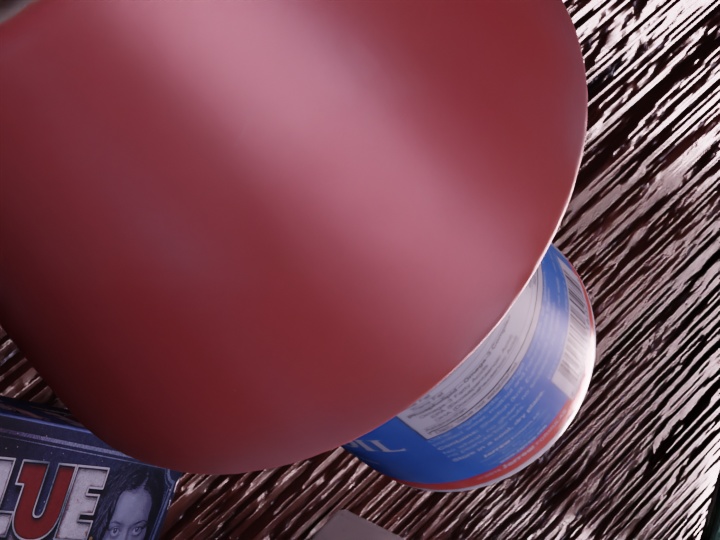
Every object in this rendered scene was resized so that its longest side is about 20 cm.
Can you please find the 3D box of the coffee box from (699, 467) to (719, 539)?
[{"bbox_3d":[0.208,0.081,1.341,0.123,0.044,0.200,-44,149,-78],"label":"coffee box"}]

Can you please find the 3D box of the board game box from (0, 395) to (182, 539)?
[{"bbox_3d":[-0.144,0.104,0.868,0.200,0.035,0.136,18,93,-59],"label":"board game box"}]

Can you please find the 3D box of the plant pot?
[{"bbox_3d":[-0.060,-0.070,0.768,0.177,0.200,0.200,45,69,-45],"label":"plant pot"}]

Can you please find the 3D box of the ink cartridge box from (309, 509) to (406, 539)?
[{"bbox_3d":[-0.003,0.213,1.117,0.117,0.067,0.200,-44,140,-32],"label":"ink cartridge box"}]

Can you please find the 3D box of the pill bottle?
[{"bbox_3d":[0.000,0.000,0.954,0.112,0.112,0.200,-63,147,-9],"label":"pill bottle"}]
